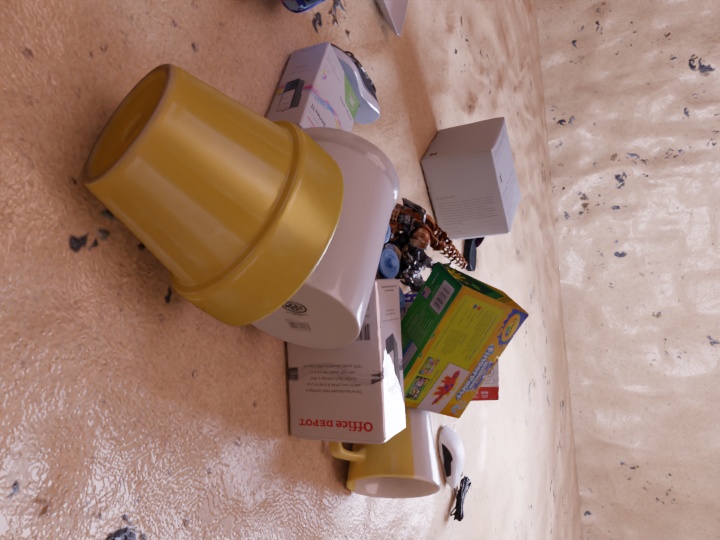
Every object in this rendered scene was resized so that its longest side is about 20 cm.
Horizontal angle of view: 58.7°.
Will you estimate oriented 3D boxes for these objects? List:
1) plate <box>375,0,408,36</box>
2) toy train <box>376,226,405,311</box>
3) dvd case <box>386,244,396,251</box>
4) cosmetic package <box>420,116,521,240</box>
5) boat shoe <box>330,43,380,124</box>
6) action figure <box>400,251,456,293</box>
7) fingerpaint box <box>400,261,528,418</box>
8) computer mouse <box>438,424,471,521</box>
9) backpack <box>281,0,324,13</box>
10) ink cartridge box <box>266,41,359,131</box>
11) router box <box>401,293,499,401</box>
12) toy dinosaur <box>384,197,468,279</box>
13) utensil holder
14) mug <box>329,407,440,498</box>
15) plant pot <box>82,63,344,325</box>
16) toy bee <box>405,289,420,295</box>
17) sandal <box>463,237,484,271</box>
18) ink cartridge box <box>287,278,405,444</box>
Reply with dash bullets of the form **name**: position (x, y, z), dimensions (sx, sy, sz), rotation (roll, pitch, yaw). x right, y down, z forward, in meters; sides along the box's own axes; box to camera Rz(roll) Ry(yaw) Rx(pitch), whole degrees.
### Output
- **plate**: position (0.043, -0.581, 1.201), dimensions (0.200, 0.031, 0.206), rotation (51, 43, -51)
- **toy train**: position (0.000, 0.000, 0.974), dimensions (0.112, 0.085, 0.207), rotation (-12, 90, -44)
- **dvd case**: position (0.017, 0.003, 1.097), dimensions (0.149, 0.016, 0.206), rotation (46, 46, -53)
- **cosmetic package**: position (0.251, -0.201, 1.429), dimensions (0.169, 0.162, 0.204), rotation (-58, 136, -48)
- **boat shoe**: position (-0.019, -0.306, 1.009), dimensions (0.199, 0.068, 0.069), rotation (29, 53, -60)
- **action figure**: position (0.134, 0.020, 1.241), dimensions (0.120, 0.100, 0.204), rotation (-52, 135, -38)
- **fingerpaint box**: position (0.133, 0.109, 0.961), dimensions (0.164, 0.073, 0.203), rotation (19, 108, -38)
- **computer mouse**: position (0.212, 0.436, 1.407), dimensions (0.110, 0.043, 0.206), rotation (-46, 127, -55)
- **backpack**: position (-0.064, -0.408, 0.803), dimensions (0.201, 0.178, 0.137), rotation (-54, 127, -47)
- **ink cartridge box**: position (-0.070, -0.199, 0.889), dimensions (0.118, 0.065, 0.205), rotation (54, 41, -47)
- **router box**: position (0.140, 0.133, 1.108), dimensions (0.049, 0.193, 0.186), rotation (-75, 162, -75)
- **toy dinosaur**: position (0.085, -0.052, 1.065), dimensions (0.200, 0.136, 0.102), rotation (44, 50, 6)
- **utensil holder**: position (-0.052, -0.036, 0.761), dimensions (0.171, 0.165, 0.205), rotation (54, 42, -46)
- **mug**: position (0.048, 0.256, 0.999), dimensions (0.188, 0.145, 0.157), rotation (58, 30, -55)
- **plant pot**: position (-0.145, -0.081, 0.609), dimensions (0.188, 0.197, 0.206), rotation (38, 52, -36)
- **toy bee**: position (0.126, 0.126, 1.197), dimensions (0.109, 0.127, 0.207), rotation (-151, -124, -75)
- **sandal**: position (0.300, -0.096, 1.644), dimensions (0.075, 0.047, 0.207), rotation (35, 57, -57)
- **ink cartridge box**: position (-0.021, 0.118, 0.865), dimensions (0.083, 0.141, 0.207), rotation (0, 88, -64)
